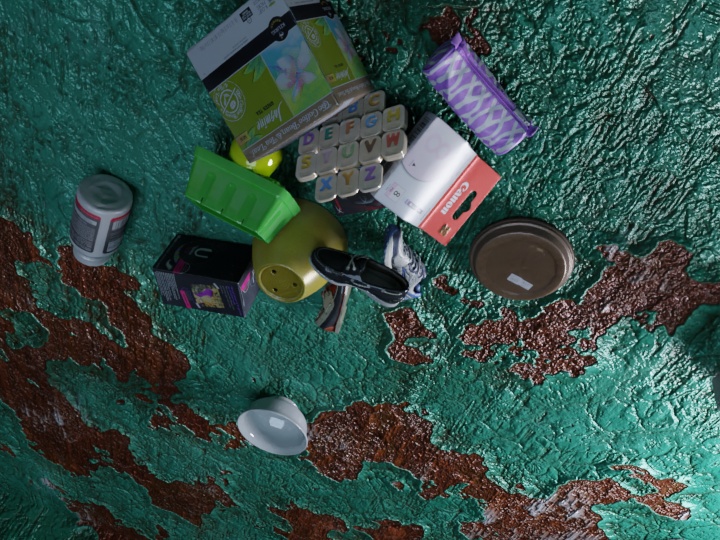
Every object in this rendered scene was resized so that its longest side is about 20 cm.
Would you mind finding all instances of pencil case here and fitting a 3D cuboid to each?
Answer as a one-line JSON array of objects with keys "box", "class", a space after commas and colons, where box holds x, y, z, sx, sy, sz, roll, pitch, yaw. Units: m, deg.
[{"box": [0.185, -0.268, 0.984, 0.200, 0.084, 0.085, 40, 165, -20], "class": "pencil case"}]

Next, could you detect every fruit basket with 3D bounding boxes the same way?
[{"box": [-0.201, -0.181, 1.174, 0.213, 0.218, 0.156, 12, 171, 7], "class": "fruit basket"}]

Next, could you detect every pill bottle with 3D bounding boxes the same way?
[{"box": [-0.561, -0.100, 1.366, 0.110, 0.111, 0.200, 28, 133, -9], "class": "pill bottle"}]

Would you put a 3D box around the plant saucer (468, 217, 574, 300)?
[{"box": [0.305, -0.013, 1.215, 0.197, 0.030, 0.202, 9, 133, 9], "class": "plant saucer"}]

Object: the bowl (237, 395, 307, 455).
[{"box": [-0.226, 0.405, 1.725, 0.198, 0.091, 0.203, 9, 133, 10], "class": "bowl"}]

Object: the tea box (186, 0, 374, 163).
[{"box": [-0.121, -0.307, 0.983, 0.199, 0.134, 0.198, -24, 102, 34], "class": "tea box"}]

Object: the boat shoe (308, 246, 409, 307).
[{"box": [0.000, 0.000, 1.204, 0.198, 0.076, 0.060, 22, 145, -12], "class": "boat shoe"}]

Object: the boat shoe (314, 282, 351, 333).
[{"box": [-0.058, 0.063, 1.379, 0.062, 0.072, 0.201, 20, 138, 4], "class": "boat shoe"}]

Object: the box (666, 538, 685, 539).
[{"box": [0.870, 0.844, 1.682, 0.049, 0.201, 0.158, -24, 120, 38], "class": "box"}]

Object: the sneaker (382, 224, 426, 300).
[{"box": [0.088, -0.016, 1.265, 0.084, 0.078, 0.201, -1, 139, 6], "class": "sneaker"}]

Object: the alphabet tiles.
[{"box": [-0.017, -0.206, 1.037, 0.198, 0.198, 0.015, -9, 150, 25], "class": "alphabet tiles"}]

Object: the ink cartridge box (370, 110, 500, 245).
[{"box": [0.133, -0.142, 1.064, 0.199, 0.057, 0.163, 33, 103, -26], "class": "ink cartridge box"}]

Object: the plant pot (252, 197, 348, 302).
[{"box": [-0.136, -0.021, 1.275, 0.197, 0.143, 0.202, 9, 133, 9], "class": "plant pot"}]

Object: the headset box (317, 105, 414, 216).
[{"box": [0.028, -0.189, 1.115, 0.198, 0.078, 0.150, -7, 128, 25], "class": "headset box"}]

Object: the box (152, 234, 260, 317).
[{"box": [-0.326, 0.010, 1.379, 0.197, 0.123, 0.107, 9, 133, 10], "class": "box"}]

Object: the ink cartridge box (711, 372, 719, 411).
[{"box": [0.800, 0.210, 1.212, 0.144, 0.088, 0.201, 21, 132, -1], "class": "ink cartridge box"}]
